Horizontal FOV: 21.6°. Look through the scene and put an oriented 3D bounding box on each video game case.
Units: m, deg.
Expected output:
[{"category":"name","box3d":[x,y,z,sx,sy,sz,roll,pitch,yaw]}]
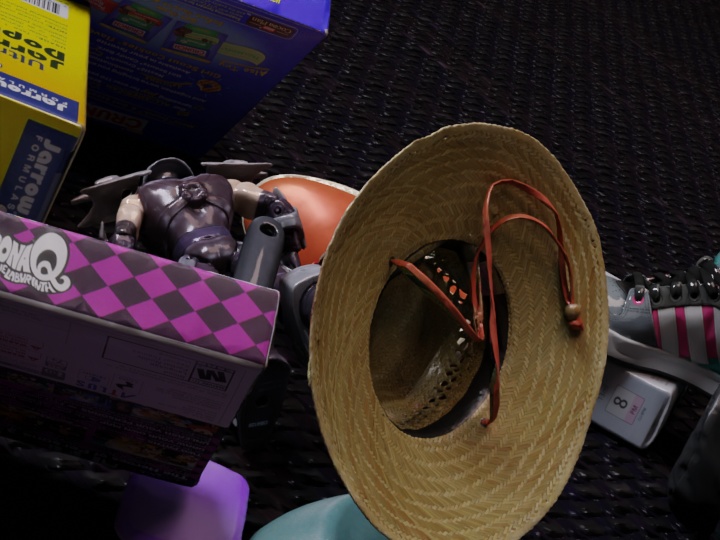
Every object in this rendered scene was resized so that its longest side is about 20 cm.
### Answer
[{"category":"video game case","box3d":[-0.142,0.024,0.728,0.198,0.036,0.181,16,-23,-7]}]

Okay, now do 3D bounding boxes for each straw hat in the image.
[{"category":"straw hat","box3d":[0.024,0.032,0.873,0.200,0.203,0.085,6,-5,-43]}]

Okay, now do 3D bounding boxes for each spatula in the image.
[{"category":"spatula","box3d":[-0.062,0.050,0.867,0.056,0.021,0.201,22,52,-9]}]

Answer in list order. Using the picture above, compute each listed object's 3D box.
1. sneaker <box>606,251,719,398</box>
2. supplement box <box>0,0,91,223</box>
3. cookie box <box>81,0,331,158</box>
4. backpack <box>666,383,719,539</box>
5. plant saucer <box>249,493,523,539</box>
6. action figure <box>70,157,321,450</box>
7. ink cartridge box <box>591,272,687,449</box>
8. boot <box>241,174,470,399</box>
[{"category":"sneaker","box3d":[0.207,0.007,1.127,0.199,0.121,0.084,22,20,-8]},{"category":"supplement box","box3d":[-0.210,-0.084,0.990,0.109,0.109,0.200,20,21,-16]},{"category":"cookie box","box3d":[-0.132,-0.159,1.151,0.170,0.200,0.076,18,64,-22]},{"category":"backpack","box3d":[0.273,0.133,1.025,0.199,0.127,0.167,30,25,12]},{"category":"plant saucer","box3d":[0.043,0.154,0.827,0.199,0.036,0.200,22,21,-9]},{"category":"action figure","box3d":[-0.075,0.000,0.979,0.129,0.070,0.200,-19,41,-20]},{"category":"ink cartridge box","box3d":[0.122,0.028,1.217,0.199,0.057,0.162,26,20,13]},{"category":"boot","box3d":[0.000,0.000,1.050,0.199,0.075,0.107,36,1,25]}]
